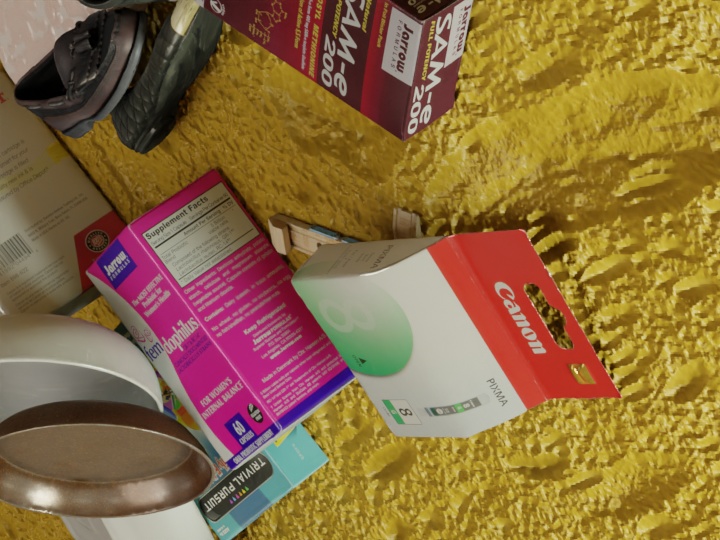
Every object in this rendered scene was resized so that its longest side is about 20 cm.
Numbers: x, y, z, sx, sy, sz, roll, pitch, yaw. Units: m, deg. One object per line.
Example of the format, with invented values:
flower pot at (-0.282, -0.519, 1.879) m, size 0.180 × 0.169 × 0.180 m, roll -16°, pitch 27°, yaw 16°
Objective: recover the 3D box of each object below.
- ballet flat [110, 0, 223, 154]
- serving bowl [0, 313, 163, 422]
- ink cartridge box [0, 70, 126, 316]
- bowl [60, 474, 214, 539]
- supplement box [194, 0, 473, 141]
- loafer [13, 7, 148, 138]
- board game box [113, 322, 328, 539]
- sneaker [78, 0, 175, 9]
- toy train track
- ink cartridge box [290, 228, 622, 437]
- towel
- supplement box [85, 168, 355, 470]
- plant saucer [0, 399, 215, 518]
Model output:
ballet flat at (-0.152, -0.155, 1.783) m, size 0.057 × 0.066 × 0.200 m, roll 46°, pitch 144°, yaw 7°
serving bowl at (-0.256, 0.083, 1.889) m, size 0.200 × 0.199 × 0.066 m, roll -42°, pitch 44°, yaw 54°
ink cartridge box at (-0.303, -0.046, 1.977) m, size 0.200 × 0.145 × 0.083 m, roll 52°, pitch 146°, yaw 3°
bowl at (-0.225, 0.188, 2.089) m, size 0.200 × 0.074 × 0.201 m, roll 24°, pitch 144°, yaw 54°
supplement box at (-0.021, -0.188, 1.616) m, size 0.199 × 0.061 × 0.109 m, roll 35°, pitch 140°, yaw 24°
loafer at (-0.218, -0.152, 1.820) m, size 0.063 × 0.072 × 0.200 m, roll 17°, pitch 160°, yaw -17°
board game box at (-0.133, 0.118, 1.998) m, size 0.200 × 0.047 × 0.151 m, roll 52°, pitch 144°, yaw 4°
sneaker at (-0.214, -0.263, 1.723) m, size 0.200 × 0.099 × 0.071 m, roll 41°, pitch 118°, yaw 11°
toy train track at (0.000, 0.000, 1.767) m, size 0.199 × 0.032 × 0.115 m, roll 21°, pitch 133°, yaw 38°
ink cartridge box at (0.066, 0.049, 1.682) m, size 0.199 × 0.050 × 0.161 m, roll -2°, pitch 130°, yaw 46°
towel at (-0.267, -0.251, 1.867) m, size 0.192 × 0.032 × 0.200 m, roll 58°, pitch 145°, yaw -5°
supplement box at (-0.107, 0.038, 1.862) m, size 0.201 × 0.103 × 0.101 m, roll 54°, pitch 145°, yaw 4°
plant saucer at (-0.216, 0.150, 1.913) m, size 0.200 × 0.199 × 0.035 m, roll 133°, pitch 141°, yaw -53°
